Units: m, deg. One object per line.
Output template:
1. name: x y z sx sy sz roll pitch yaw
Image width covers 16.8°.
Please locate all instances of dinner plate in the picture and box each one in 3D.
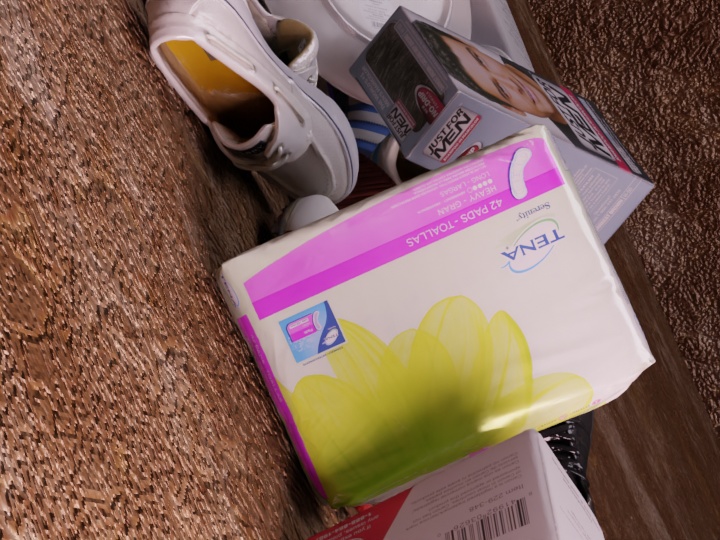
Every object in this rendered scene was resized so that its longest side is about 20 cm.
1. dinner plate: 0.006 -0.206 1.664 0.200 0.024 0.201 18 60 -35

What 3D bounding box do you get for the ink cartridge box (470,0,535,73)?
1. ink cartridge box: 0.037 -0.196 1.895 0.084 0.146 0.200 43 24 -63

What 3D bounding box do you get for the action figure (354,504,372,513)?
1. action figure: 0.072 0.177 1.414 0.200 0.099 0.065 56 15 -46

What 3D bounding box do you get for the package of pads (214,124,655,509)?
1. package of pads: 0.042 0.029 1.320 0.068 0.200 0.155 144 -78 -82

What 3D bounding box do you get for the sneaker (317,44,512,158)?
1. sneaker: 0.048 -0.105 1.750 0.081 0.146 0.200 52 16 -47

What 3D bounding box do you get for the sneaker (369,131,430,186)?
1. sneaker: 0.057 -0.010 1.614 0.200 0.076 0.081 57 -39 30

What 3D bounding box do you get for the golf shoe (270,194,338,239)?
1. golf shoe: 0.004 0.027 1.430 0.073 0.092 0.200 52 16 -46

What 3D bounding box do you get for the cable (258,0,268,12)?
1. cable: -0.030 -0.245 1.716 0.200 0.069 0.200 -27 90 -45

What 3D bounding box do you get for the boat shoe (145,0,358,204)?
1. boat shoe: -0.065 -0.092 1.444 0.200 0.071 0.070 54 31 -42

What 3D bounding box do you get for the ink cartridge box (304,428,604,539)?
1. ink cartridge box: 0.047 0.187 1.145 0.086 0.147 0.200 56 15 -30

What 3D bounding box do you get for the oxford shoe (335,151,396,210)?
1. oxford shoe: 0.000 0.000 1.583 0.075 0.070 0.200 98 -21 -44

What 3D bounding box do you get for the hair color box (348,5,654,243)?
1. hair color box: 0.096 -0.095 1.634 0.200 0.061 0.099 21 27 -41

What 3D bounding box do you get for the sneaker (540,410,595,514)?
1. sneaker: 0.142 0.154 1.752 0.104 0.060 0.200 -97 -174 -84

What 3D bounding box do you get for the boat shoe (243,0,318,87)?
1. boat shoe: -0.055 -0.125 1.519 0.200 0.069 0.071 48 20 -50
